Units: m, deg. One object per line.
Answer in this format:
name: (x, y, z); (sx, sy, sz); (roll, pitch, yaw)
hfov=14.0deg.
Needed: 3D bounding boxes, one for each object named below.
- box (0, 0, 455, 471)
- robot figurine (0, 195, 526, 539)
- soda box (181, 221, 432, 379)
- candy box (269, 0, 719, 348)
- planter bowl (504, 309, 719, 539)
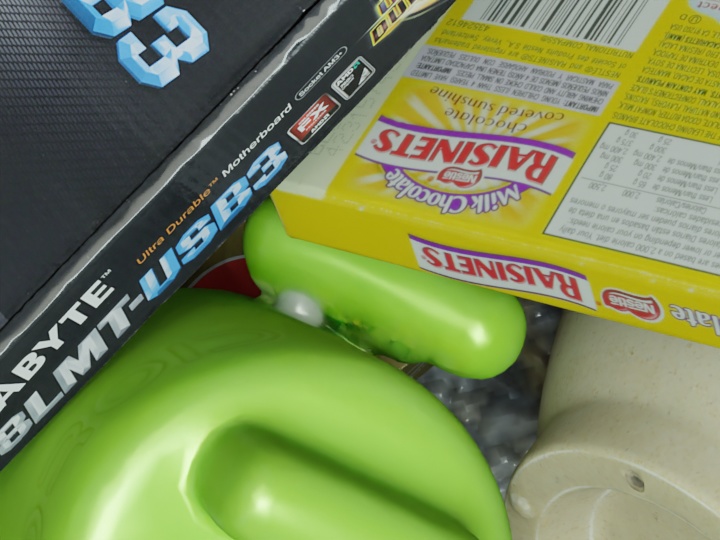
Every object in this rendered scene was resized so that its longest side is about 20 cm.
box: (-0.093, -0.081, 0.710); (0.199, 0.050, 0.200); (-45, 64, 5)
robot figurine: (-0.035, 0.067, 0.727); (0.115, 0.200, 0.176); (24, 89, -19)
soda box: (0.000, 0.000, 0.849); (0.200, 0.064, 0.068); (-39, 83, 3)
candy box: (0.086, -0.029, 0.684); (0.199, 0.026, 0.102); (15, 57, 30)
planter bowl: (0.121, 0.055, 0.741); (0.135, 0.200, 0.200); (-38, 81, -28)
